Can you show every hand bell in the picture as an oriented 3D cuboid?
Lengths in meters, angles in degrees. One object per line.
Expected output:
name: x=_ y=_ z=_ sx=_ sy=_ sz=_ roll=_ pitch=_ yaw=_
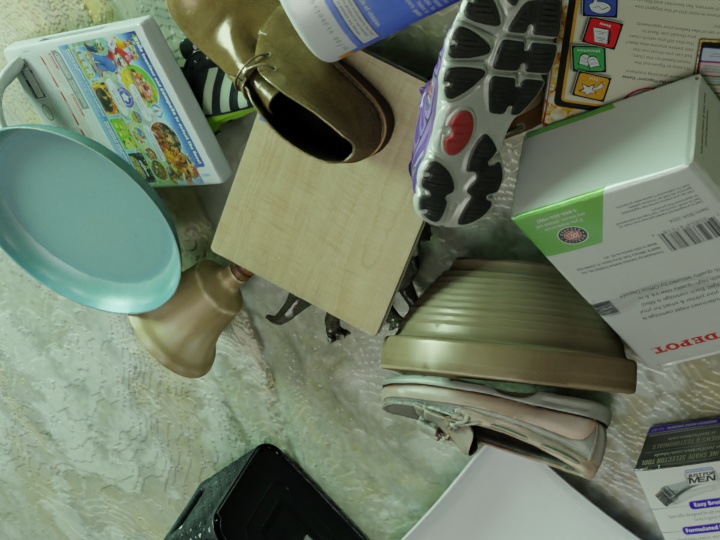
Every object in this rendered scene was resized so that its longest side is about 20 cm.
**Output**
hand bell: x=-0.096 y=-0.006 z=1.392 sx=0.200 sy=0.104 sz=0.104 roll=-38 pitch=102 yaw=24

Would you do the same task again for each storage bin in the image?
storage bin: x=-0.074 y=0.280 z=1.524 sx=0.200 sy=0.135 sz=0.094 roll=47 pitch=128 yaw=-10

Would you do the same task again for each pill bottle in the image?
pill bottle: x=0.041 y=-0.233 z=1.124 sx=0.198 sy=0.112 sz=0.113 roll=-23 pitch=112 yaw=15

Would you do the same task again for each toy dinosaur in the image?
toy dinosaur: x=0.000 y=0.000 z=1.356 sx=0.199 sy=0.077 sz=0.103 roll=-13 pitch=97 yaw=45

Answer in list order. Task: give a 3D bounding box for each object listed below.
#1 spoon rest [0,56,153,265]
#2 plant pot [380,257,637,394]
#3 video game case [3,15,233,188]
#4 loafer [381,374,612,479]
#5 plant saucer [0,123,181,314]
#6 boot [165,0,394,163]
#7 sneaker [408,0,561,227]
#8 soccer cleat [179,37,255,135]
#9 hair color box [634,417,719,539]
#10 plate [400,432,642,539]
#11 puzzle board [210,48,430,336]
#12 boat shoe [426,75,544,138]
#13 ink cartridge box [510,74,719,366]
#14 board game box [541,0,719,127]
spoon rest: x=-0.246 y=-0.080 z=1.370 sx=0.200 sy=0.061 sz=0.099 roll=50 pitch=146 yaw=-3
plant pot: x=0.118 y=0.041 z=1.275 sx=0.199 sy=0.201 sz=0.094 roll=5 pitch=87 yaw=22
video game case: x=-0.200 y=-0.131 z=1.341 sx=0.199 sy=0.018 sz=0.144 roll=0 pitch=124 yaw=47
loafer: x=0.108 y=0.130 z=1.372 sx=0.198 sy=0.064 sz=0.072 roll=6 pitch=165 yaw=18
plant saucer: x=-0.229 y=-0.045 z=1.341 sx=0.198 sy=0.028 sz=0.201 roll=18 pitch=140 yaw=15
boot: x=-0.067 y=-0.149 z=1.177 sx=0.200 sy=0.075 sz=0.074 roll=39 pitch=118 yaw=7
sneaker: x=0.070 y=-0.129 z=1.123 sx=0.080 sy=0.084 sz=0.201 roll=6 pitch=123 yaw=-24
soccer cleat: x=-0.092 y=-0.162 z=1.281 sx=0.199 sy=0.068 sz=0.081 roll=-21 pitch=110 yaw=37
hair color box: x=0.314 y=0.218 z=1.354 sx=0.108 sy=0.065 sz=0.201 roll=-12 pitch=118 yaw=31
plate: x=0.142 y=0.262 z=1.457 sx=0.199 sy=0.032 sz=0.200 roll=37 pitch=113 yaw=-4
puzzle board: x=-0.017 y=-0.069 z=1.233 sx=0.150 sy=0.017 sz=0.201 roll=27 pitch=114 yaw=12
boat shoe: x=0.053 y=-0.104 z=1.249 sx=0.199 sy=0.076 sz=0.074 roll=-21 pitch=115 yaw=34
ink cartridge box: x=0.223 y=-0.029 z=1.173 sx=0.145 sy=0.085 sz=0.200 roll=-17 pitch=136 yaw=35
board game box: x=0.206 y=-0.174 z=1.103 sx=0.150 sy=0.047 sz=0.201 roll=8 pitch=139 yaw=5
